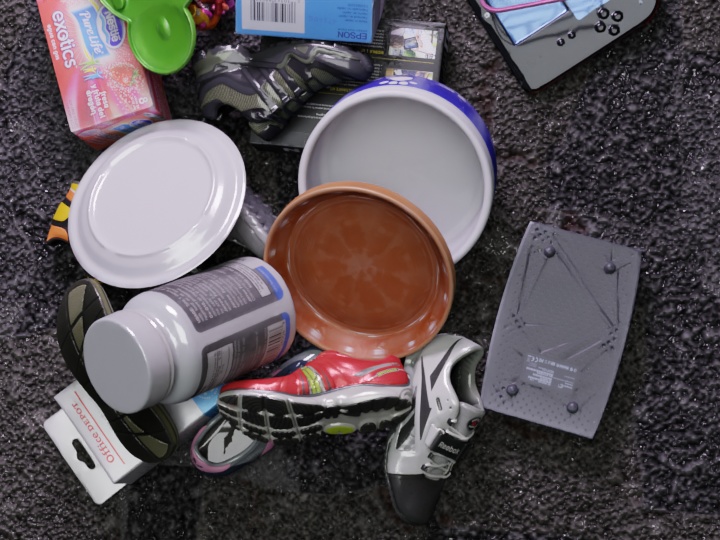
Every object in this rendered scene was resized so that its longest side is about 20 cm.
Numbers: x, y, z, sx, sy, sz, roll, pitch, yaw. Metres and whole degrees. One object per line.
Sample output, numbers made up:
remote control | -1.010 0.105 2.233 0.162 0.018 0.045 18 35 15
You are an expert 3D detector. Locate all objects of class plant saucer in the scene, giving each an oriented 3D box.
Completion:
plant saucer | 0.000 0.000 1.640 0.199 0.032 0.202 8 121 13

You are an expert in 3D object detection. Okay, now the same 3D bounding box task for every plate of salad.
plate of salad | -0.206 -0.066 1.666 0.199 0.048 0.201 -10 58 15

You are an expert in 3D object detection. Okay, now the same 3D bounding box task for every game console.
game console | 0.203 -0.315 1.732 0.176 0.031 0.201 -31 80 2

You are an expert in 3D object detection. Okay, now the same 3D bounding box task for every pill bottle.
pill bottle | -0.168 0.065 1.600 0.113 0.199 0.115 16 115 38

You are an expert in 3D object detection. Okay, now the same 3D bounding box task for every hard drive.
hard drive | 0.208 0.062 1.679 0.134 0.042 0.201 15 85 8

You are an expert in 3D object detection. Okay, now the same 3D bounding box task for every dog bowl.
dog bowl | 0.040 -0.095 1.660 0.198 0.079 0.202 3 111 9

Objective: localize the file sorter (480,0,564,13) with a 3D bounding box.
file sorter | 0.164 -0.375 1.613 0.138 0.201 0.126 -11 51 8

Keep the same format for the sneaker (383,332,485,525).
sneaker | 0.081 0.162 1.652 0.088 0.074 0.202 3 84 43

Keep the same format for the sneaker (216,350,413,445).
sneaker | -0.047 0.122 1.642 0.198 0.077 0.085 -2 48 -7

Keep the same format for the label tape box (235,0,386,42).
label tape box | -0.044 -0.304 1.703 0.142 0.200 0.067 4 116 6

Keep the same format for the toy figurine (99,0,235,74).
toy figurine | -0.174 -0.317 1.706 0.149 0.184 0.201 -10 98 30

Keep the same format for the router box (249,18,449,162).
router box | -0.012 -0.195 1.731 0.198 0.051 0.150 7 86 8

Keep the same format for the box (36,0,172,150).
box | -0.279 -0.243 1.744 0.094 0.103 0.201 -17 80 4

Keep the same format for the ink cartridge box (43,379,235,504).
ink cartridge box | -0.237 0.145 1.708 0.200 0.067 0.116 -38 81 1

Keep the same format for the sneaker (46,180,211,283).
sneaker | -0.246 -0.012 1.732 0.199 0.070 0.090 34 94 14

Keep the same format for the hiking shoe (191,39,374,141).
hiking shoe | -0.078 -0.185 1.683 0.199 0.076 0.102 -1 93 20

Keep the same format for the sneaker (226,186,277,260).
sneaker | -0.163 -0.065 1.734 0.200 0.075 0.082 38 103 16

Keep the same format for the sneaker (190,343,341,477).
sneaker | -0.092 0.146 1.684 0.200 0.082 0.070 -41 80 0

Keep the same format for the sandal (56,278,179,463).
sandal | -0.245 0.102 1.655 0.079 0.057 0.202 -23 97 33
